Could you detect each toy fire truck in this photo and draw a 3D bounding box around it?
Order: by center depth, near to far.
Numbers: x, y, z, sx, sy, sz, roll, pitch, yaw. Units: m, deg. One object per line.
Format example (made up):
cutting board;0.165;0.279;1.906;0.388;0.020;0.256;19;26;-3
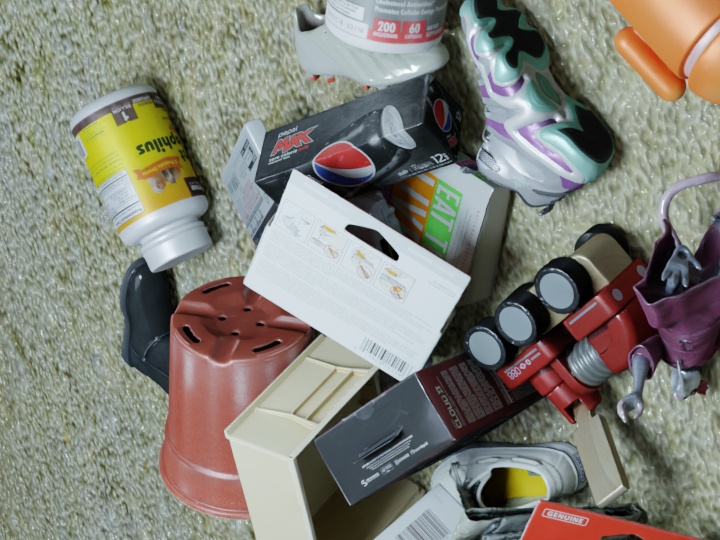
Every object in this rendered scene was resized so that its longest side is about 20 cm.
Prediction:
toy fire truck;0.209;0.091;1.500;0.200;0.129;0.176;50;136;3

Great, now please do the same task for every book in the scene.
book;0.058;-0.072;1.641;0.200;0.048;0.134;36;128;36

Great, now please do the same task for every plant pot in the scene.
plant pot;-0.124;0.125;1.768;0.201;0.201;0.196;29;135;35

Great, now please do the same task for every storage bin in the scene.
storage bin;-0.028;0.194;1.692;0.094;0.199;0.200;15;132;34

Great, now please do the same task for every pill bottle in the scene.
pill bottle;0.034;-0.310;1.509;0.114;0.114;0.200;31;127;34
pill bottle;-0.245;-0.103;1.893;0.109;0.109;0.200;-30;84;48

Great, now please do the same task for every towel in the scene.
towel;0.157;0.300;1.584;0.035;0.192;0.200;-113;31;-47

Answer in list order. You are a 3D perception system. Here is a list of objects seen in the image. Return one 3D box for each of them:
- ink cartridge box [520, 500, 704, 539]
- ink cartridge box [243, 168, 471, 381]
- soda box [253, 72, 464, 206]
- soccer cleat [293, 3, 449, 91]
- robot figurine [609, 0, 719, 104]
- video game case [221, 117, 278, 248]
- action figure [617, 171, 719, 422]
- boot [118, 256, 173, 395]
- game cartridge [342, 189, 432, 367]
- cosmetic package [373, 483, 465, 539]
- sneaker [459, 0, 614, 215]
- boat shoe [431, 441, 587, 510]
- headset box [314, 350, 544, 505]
ink cartridge box;0.227;0.304;1.515;0.199;0.044;0.174;14;128;-7
ink cartridge box;0.000;0.000;1.590;0.200;0.044;0.174;32;134;5
soda box;-0.003;-0.118;1.587;0.200;0.071;0.063;-17;136;32
soccer cleat;0.002;-0.220;1.611;0.200;0.069;0.078;12;129;47
robot figurine;0.272;-0.211;1.300;0.144;0.117;0.200;-39;72;1
video game case;-0.088;-0.051;1.755;0.182;0.023;0.200;63;163;6
action figure;0.273;0.038;1.413;0.200;0.134;0.149;81;180;-51
boot;-0.202;0.095;1.961;0.200;0.066;0.165;37;138;34
game cartridge;0.005;-0.001;1.678;0.133;0.041;0.200;30;144;52
cosmetic package;0.072;0.303;1.668;0.071;0.101;0.200;45;166;24
sneaker;0.127;-0.139;1.510;0.200;0.078;0.140;58;137;12
boat shoe;0.128;0.219;1.651;0.202;0.086;0.075;-11;98;48
headset box;0.065;0.142;1.583;0.149;0.200;0.077;-37;79;35
